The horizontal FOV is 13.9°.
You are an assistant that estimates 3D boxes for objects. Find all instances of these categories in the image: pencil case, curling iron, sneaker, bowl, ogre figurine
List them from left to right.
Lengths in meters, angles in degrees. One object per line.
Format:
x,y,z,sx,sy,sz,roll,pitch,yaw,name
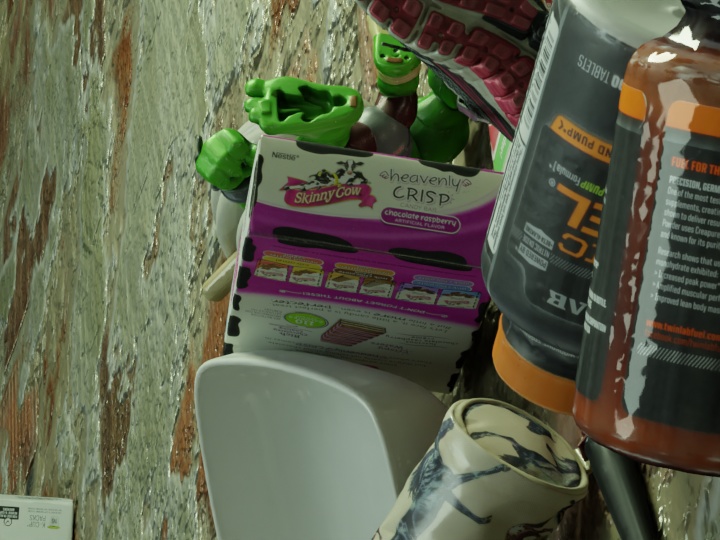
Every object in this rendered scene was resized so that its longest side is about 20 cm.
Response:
-0.002,0.135,1.611,0.199,0.074,0.201,9,115,55,bowl
-0.001,-0.077,1.663,0.200,0.098,0.120,-50,-25,-29,ogre figurine
0.040,0.160,1.471,0.200,0.089,0.078,-61,38,14,pencil case
0.053,-0.115,1.433,0.081,0.200,0.075,-44,4,-12,sneaker
0.108,0.074,1.414,0.026,0.049,0.200,-42,45,27,curling iron

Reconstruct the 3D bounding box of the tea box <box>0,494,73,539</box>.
-0.396,0.317,2.921,0.134,0.199,0.198,169,105,-74,tea box

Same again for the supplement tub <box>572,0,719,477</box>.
0.149,-0.025,1.172,0.107,0.107,0.201,-137,53,-71,supplement tub

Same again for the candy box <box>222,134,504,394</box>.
0.000,0.000,1.604,0.200,0.136,0.061,108,170,-67,candy box

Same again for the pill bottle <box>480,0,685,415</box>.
0.115,-0.034,1.306,0.106,0.106,0.201,-106,25,-54,pill bottle

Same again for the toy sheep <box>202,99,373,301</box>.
-0.031,-0.045,1.819,0.200,0.137,0.138,-93,17,-47,toy sheep

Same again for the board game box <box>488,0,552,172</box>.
0.096,-0.059,1.544,0.096,0.030,0.201,114,154,-51,board game box
